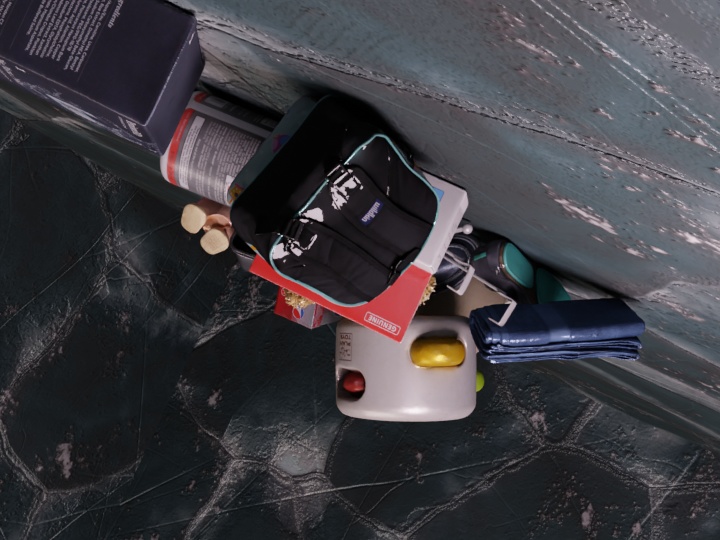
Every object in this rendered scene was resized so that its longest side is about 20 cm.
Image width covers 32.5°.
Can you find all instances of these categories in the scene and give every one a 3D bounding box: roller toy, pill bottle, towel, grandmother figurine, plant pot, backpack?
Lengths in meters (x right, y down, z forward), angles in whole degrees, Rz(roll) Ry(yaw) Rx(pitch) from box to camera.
[{"bbox_3d":[0.057,0.114,1.575,0.180,0.142,0.200,0,179,16],"label":"roller toy"},{"bbox_3d":[-0.126,-0.125,1.462,0.198,0.117,0.116,23,175,9],"label":"pill bottle"},{"bbox_3d":[0.237,0.074,1.504,0.197,0.049,0.112,-4,-160,-6],"label":"towel"},{"bbox_3d":[-0.145,-0.099,1.566,0.060,0.200,0.122,-22,112,39],"label":"grandmother figurine"},{"bbox_3d":[0.097,0.025,1.733,0.200,0.188,0.187,40,175,0],"label":"plant pot"},{"bbox_3d":[-0.022,-0.065,1.240,0.199,0.176,0.153,34,-174,-47],"label":"backpack"}]

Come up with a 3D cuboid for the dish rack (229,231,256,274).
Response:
[{"bbox_3d":[-0.053,-0.059,1.519,0.152,0.201,0.055,18,141,16],"label":"dish rack"}]

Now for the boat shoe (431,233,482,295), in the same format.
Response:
[{"bbox_3d":[0.062,0.010,1.615,0.198,0.072,0.091,-22,178,26],"label":"boat shoe"}]

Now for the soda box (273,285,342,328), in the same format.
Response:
[{"bbox_3d":[-0.037,0.028,1.768,0.069,0.064,0.199,21,-163,27],"label":"soda box"}]

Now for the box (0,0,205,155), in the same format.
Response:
[{"bbox_3d":[-0.266,-0.218,1.218,0.198,0.119,0.197,25,176,-3],"label":"box"}]

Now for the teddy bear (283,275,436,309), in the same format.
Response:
[{"bbox_3d":[0.000,0.000,1.540,0.198,0.146,0.067,12,146,16],"label":"teddy bear"}]

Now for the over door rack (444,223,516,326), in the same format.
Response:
[{"bbox_3d":[0.099,-0.036,1.448,0.200,0.067,0.147,48,-172,33],"label":"over door rack"}]

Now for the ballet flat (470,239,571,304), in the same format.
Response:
[{"bbox_3d":[0.203,0.020,1.577,0.073,0.074,0.200,21,169,45],"label":"ballet flat"}]

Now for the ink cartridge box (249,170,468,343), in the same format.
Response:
[{"bbox_3d":[-0.006,-0.043,1.355,0.198,0.178,0.045,24,173,13],"label":"ink cartridge box"}]
